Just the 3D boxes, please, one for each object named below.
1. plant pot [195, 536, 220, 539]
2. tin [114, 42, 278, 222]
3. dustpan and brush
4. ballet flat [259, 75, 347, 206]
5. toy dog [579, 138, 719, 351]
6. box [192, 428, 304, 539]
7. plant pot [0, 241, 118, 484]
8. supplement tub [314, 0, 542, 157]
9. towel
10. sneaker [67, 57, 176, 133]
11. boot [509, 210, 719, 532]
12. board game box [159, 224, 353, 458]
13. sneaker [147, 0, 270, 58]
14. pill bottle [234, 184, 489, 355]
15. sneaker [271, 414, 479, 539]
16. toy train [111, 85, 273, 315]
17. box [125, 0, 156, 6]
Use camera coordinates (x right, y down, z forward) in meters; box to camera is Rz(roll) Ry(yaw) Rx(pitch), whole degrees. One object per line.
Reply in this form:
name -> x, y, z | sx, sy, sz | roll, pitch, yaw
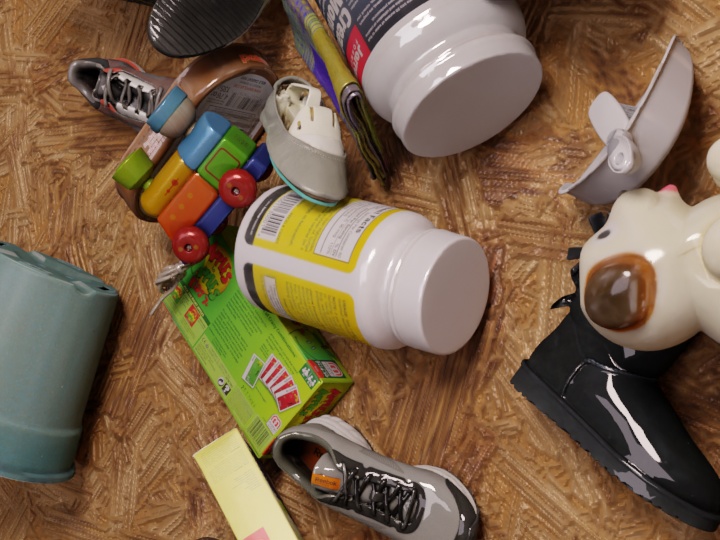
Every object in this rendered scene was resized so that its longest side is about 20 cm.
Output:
plant pot -> -0.197, 0.352, 1.023 | 0.199, 0.197, 0.203 | 12, 105, 52
tin -> -0.153, -0.125, 1.123 | 0.200, 0.111, 0.042 | -51, 57, 24
dustpan and brush -> 0.181, -0.091, 0.813 | 0.140, 0.057, 0.200 | -55, 13, 20
ballet flat -> -0.048, -0.121, 1.024 | 0.200, 0.067, 0.064 | -118, 47, -61
toy dog -> 0.239, 0.008, 0.757 | 0.198, 0.139, 0.196 | 9, 105, 15
box -> -0.076, 0.241, 1.044 | 0.050, 0.075, 0.201 | -30, 64, -5
plant pot -> -0.351, 0.086, 1.220 | 0.199, 0.200, 0.198 | 25, 93, 37
supplement tub -> 0.046, -0.207, 0.956 | 0.140, 0.140, 0.201 | -40, 63, 28
towel -> -0.033, -0.179, 1.021 | 0.023, 0.144, 0.201 | -29, 62, 0
sneaker -> -0.227, -0.170, 1.205 | 0.199, 0.082, 0.078 | 22, 99, 38
boot -> 0.213, 0.063, 0.847 | 0.198, 0.073, 0.163 | 40, 104, 32
board game box -> -0.100, 0.063, 1.104 | 0.102, 0.047, 0.201 | -50, 59, 23
sneaker -> -0.128, -0.242, 1.090 | 0.074, 0.200, 0.088 | 47, 144, -6
pill bottle -> 0.000, 0.000, 0.990 | 0.199, 0.114, 0.116 | 16, 95, 38
sneaker -> 0.008, 0.183, 0.985 | 0.199, 0.079, 0.075 | 22, 98, 32
toy train -> -0.176, -0.060, 1.064 | 0.115, 0.085, 0.200 | 40, 113, -8
box -> -0.236, -0.295, 1.175 | 0.199, 0.159, 0.045 | 20, 99, 38
